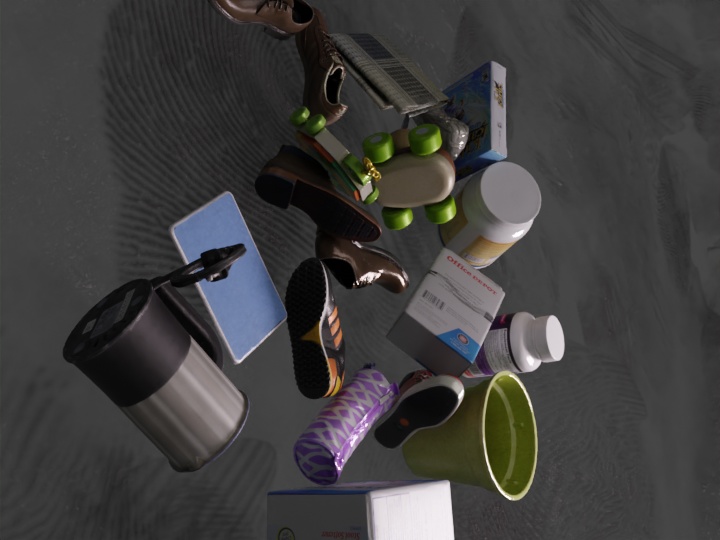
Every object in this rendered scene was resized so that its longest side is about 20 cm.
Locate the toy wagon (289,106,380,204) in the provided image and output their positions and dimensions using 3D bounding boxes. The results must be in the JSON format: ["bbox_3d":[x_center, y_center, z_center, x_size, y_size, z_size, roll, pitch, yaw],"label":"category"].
[{"bbox_3d":[-0.033,-0.163,1.128,0.040,0.200,0.156,-43,121,-4],"label":"toy wagon"}]

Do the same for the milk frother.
[{"bbox_3d":[-0.179,0.087,0.837,0.189,0.197,0.182,55,38,-29],"label":"milk frother"}]

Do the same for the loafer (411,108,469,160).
[{"bbox_3d":[0.135,-0.265,1.417,0.068,0.201,0.071,6,115,-23],"label":"loafer"}]

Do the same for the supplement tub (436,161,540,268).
[{"bbox_3d":[0.239,-0.102,1.433,0.141,0.200,0.148,6,68,-15],"label":"supplement tub"}]

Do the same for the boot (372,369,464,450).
[{"bbox_3d":[0.107,0.188,1.214,0.072,0.200,0.145,42,43,-5],"label":"boot"}]

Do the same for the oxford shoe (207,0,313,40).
[{"bbox_3d":[-0.144,-0.400,1.114,0.198,0.083,0.074,-4,86,-52],"label":"oxford shoe"}]

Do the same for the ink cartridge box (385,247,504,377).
[{"bbox_3d":[0.153,0.077,1.343,0.144,0.084,0.201,36,44,2],"label":"ink cartridge box"}]

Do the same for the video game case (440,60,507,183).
[{"bbox_3d":[0.191,-0.269,1.441,0.045,0.199,0.185,14,68,-33],"label":"video game case"}]

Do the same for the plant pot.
[{"bbox_3d":[0.174,0.279,1.282,0.199,0.181,0.205,18,67,-51],"label":"plant pot"}]

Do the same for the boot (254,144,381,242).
[{"bbox_3d":[-0.051,-0.119,1.122,0.197,0.075,0.098,26,44,-9],"label":"boot"}]

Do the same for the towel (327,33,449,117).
[{"bbox_3d":[0.047,-0.344,1.336,0.200,0.035,0.192,47,34,13],"label":"towel"}]

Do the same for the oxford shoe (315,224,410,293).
[{"bbox_3d":[0.000,0.000,1.208,0.198,0.072,0.086,28,60,-34],"label":"oxford shoe"}]

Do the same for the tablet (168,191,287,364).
[{"bbox_3d":[-0.174,0.008,1.021,0.130,0.013,0.203,-43,115,-50],"label":"tablet"}]

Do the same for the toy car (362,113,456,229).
[{"bbox_3d":[0.095,-0.202,1.349,0.202,0.154,0.167,-76,154,-51],"label":"toy car"}]

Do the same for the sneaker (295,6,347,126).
[{"bbox_3d":[-0.054,-0.334,1.226,0.070,0.074,0.205,4,78,-53],"label":"sneaker"}]

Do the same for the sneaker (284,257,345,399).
[{"bbox_3d":[-0.060,0.086,1.123,0.090,0.068,0.205,18,65,-67],"label":"sneaker"}]

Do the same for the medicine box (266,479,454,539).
[{"bbox_3d":[0.002,0.344,1.029,0.198,0.179,0.105,14,68,-51],"label":"medicine box"}]

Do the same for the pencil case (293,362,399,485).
[{"bbox_3d":[-0.017,0.226,1.117,0.200,0.084,0.086,-45,129,-48],"label":"pencil case"}]

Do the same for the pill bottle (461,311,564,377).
[{"bbox_3d":[0.281,0.140,1.453,0.111,0.197,0.114,19,65,-50],"label":"pill bottle"}]
